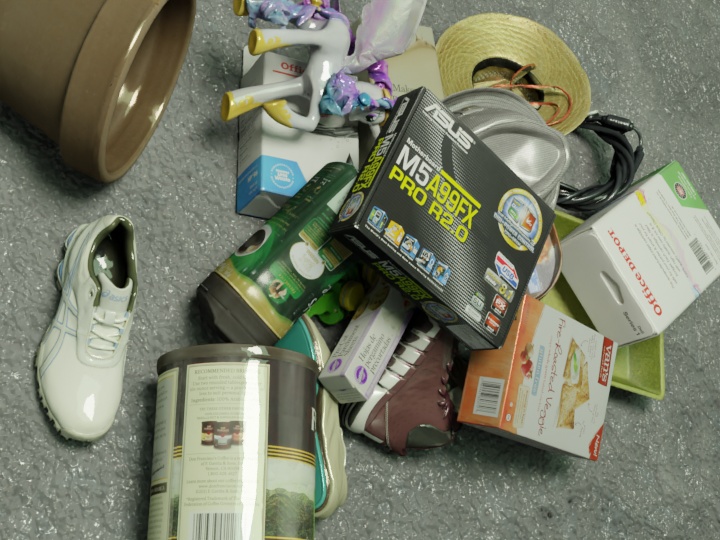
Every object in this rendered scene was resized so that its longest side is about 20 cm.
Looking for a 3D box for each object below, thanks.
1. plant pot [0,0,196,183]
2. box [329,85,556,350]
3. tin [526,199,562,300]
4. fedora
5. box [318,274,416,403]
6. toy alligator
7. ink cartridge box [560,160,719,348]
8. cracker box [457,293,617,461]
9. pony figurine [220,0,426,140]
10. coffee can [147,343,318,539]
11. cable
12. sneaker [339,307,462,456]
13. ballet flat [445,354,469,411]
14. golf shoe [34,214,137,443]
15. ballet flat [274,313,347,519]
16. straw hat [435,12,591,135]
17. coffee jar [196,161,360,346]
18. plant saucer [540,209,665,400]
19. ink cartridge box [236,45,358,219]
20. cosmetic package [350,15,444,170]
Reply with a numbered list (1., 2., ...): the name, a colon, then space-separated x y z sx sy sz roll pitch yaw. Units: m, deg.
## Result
1. plant pot: -0.265 -0.206 0.866 0.173 0.201 0.201 25 60 -2
2. box: 0.083 -0.045 0.898 0.200 0.044 0.161 40 64 -25
3. tin: 0.164 -0.054 1.114 0.111 0.042 0.202 -13 76 0
4. fedora: 0.152 -0.113 1.022 0.198 0.090 0.179 -8 91 -22
5. box: 0.024 0.043 0.958 0.039 0.041 0.201 50 51 -24
6. toy alligator: 0.000 0.000 1.022 0.200 0.059 0.055 -47 142 -37
7. ink cartridge box: 0.341 -0.020 1.154 0.199 0.084 0.146 -33 91 -35
8. cracker box: 0.191 0.114 1.005 0.199 0.057 0.135 24 74 -45
9. pony figurine: -0.030 -0.223 0.957 0.198 0.166 0.195 1 104 -33
10. coffee can: -0.110 0.179 0.830 0.145 0.146 0.202 11 68 -28
11. cable: 0.268 -0.150 1.204 0.162 0.051 0.200 31 51 10
12. sneaker: 0.078 0.104 0.980 0.115 0.076 0.200 38 96 -17
13. ballet flat: 0.084 0.106 1.031 0.072 0.068 0.200 -43 97 -14
14. golf shoe: -0.232 0.045 0.835 0.078 0.097 0.202 8 70 -30
15. ballet flat: -0.044 0.140 0.942 0.069 0.069 0.202 3 73 -30
16. straw hat: 0.175 -0.211 1.175 0.199 0.085 0.203 3 61 -5
17. coffee jar: -0.064 -0.009 0.914 0.200 0.104 0.085 -44 109 -9
18. plant saucer: 0.283 0.046 1.176 0.198 0.048 0.202 18 65 -25
19. ink cartridge box: -0.066 -0.155 1.025 0.115 0.068 0.202 10 67 -28
20. cosmetic package: 0.039 -0.178 1.095 0.103 0.073 0.202 0 74 -31
